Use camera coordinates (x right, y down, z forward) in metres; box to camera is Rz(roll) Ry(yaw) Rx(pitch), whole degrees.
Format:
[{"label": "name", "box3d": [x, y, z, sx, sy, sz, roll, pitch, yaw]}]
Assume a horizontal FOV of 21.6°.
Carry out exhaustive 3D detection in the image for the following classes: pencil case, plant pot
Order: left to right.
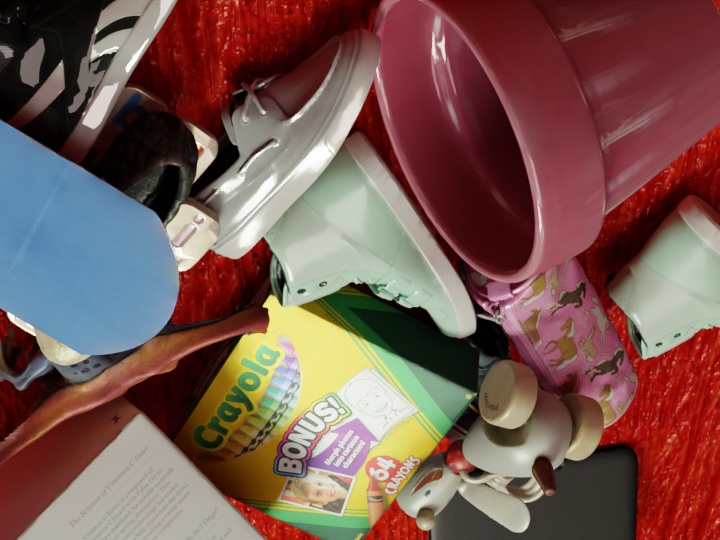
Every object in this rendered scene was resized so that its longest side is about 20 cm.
[{"label": "pencil case", "box3d": [0.147, 0.043, 1.441, 0.086, 0.083, 0.200, -35, 134, 2]}, {"label": "plant pot", "box3d": [0.131, -0.117, 1.208, 0.179, 0.200, 0.200, -24, 143, -19]}]

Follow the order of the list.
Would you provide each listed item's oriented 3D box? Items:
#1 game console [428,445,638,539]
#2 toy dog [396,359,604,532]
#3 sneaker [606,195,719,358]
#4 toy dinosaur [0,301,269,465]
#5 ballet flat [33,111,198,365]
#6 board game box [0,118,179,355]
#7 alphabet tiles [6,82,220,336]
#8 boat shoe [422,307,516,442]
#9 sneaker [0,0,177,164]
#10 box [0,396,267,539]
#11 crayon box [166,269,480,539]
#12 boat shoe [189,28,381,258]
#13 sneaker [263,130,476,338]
[{"label": "game console", "box3d": [0.146, 0.242, 1.738, 0.199, 0.117, 0.176, -7, 169, -14]}, {"label": "toy dog", "box3d": [0.103, 0.155, 1.434, 0.131, 0.097, 0.200, 9, 142, -11]}, {"label": "sneaker", "box3d": [0.276, 0.032, 1.496, 0.118, 0.074, 0.200, -43, 125, 15]}, {"label": "toy dinosaur", "box3d": [-0.157, 0.067, 1.325, 0.181, 0.201, 0.105, 3, 163, 22]}, {"label": "ballet flat", "box3d": [-0.163, -0.015, 1.210, 0.066, 0.057, 0.200, 21, 120, -16]}, {"label": "board game box", "box3d": [-0.198, -0.034, 1.171, 0.200, 0.039, 0.158, 30, 137, -7]}, {"label": "alphabet tiles", "box3d": [-0.195, -0.048, 1.228, 0.200, 0.015, 0.196, 33, 115, -24]}, {"label": "boat shoe", "box3d": [0.103, 0.095, 1.510, 0.091, 0.071, 0.200, -37, 135, 26]}, {"label": "sneaker", "box3d": [-0.174, -0.163, 1.111, 0.112, 0.073, 0.200, 25, 110, -17]}, {"label": "box", "box3d": [-0.170, 0.203, 1.383, 0.152, 0.106, 0.200, -45, 118, -10]}, {"label": "crayon box", "box3d": [-0.033, 0.105, 1.434, 0.172, 0.058, 0.200, 25, 126, -13]}, {"label": "boat shoe", "box3d": [-0.061, -0.091, 1.244, 0.068, 0.072, 0.200, 26, 132, -21]}, {"label": "sneaker", "box3d": [0.000, 0.000, 1.356, 0.118, 0.074, 0.201, -34, 129, 3]}]
